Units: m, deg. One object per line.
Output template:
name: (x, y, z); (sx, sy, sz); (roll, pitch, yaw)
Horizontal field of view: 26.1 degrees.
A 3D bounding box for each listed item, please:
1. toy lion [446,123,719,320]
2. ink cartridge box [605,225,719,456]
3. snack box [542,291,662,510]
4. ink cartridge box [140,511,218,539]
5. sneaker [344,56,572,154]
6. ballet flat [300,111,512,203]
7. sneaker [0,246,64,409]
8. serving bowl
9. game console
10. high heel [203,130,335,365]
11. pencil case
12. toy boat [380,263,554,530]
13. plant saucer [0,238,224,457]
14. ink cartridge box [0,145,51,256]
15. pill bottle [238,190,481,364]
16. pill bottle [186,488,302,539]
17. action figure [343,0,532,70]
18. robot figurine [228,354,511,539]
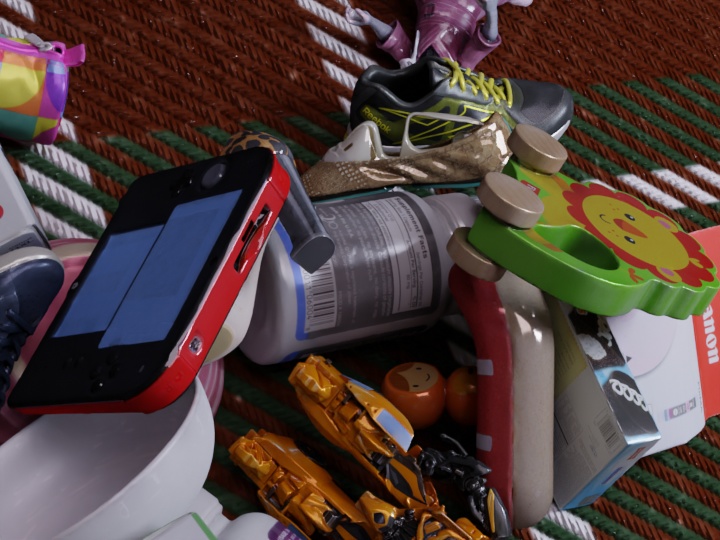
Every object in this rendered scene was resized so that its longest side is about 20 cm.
toy lion: (0.173, -0.020, 1.138); (0.190, 0.069, 0.200); (30, 25, 3)
ink cartridge box: (0.262, 0.054, 1.272); (0.198, 0.057, 0.165); (-12, 97, -26)
snack box: (0.155, 0.071, 1.219); (0.037, 0.116, 0.202); (-8, 62, -28)
ink cartridge box: (-0.114, 0.259, 0.920); (0.084, 0.200, 0.146); (-30, 74, -39)
sneaker: (0.085, -0.137, 1.307); (0.198, 0.085, 0.075); (-9, 45, -8)
ballet flat: (0.030, -0.093, 1.263); (0.197, 0.071, 0.066); (-8, 99, 4)
sneaker: (-0.253, 0.077, 1.014); (0.084, 0.075, 0.200); (39, 86, 30)
serving bowl: (-0.171, 0.145, 0.968); (0.200, 0.199, 0.066); (-45, 114, -38)
game console: (-0.140, 0.007, 1.026); (0.031, 0.176, 0.201); (47, 56, -34)
high heel: (-0.121, -0.010, 1.101); (0.199, 0.072, 0.143); (-33, 47, 4)
pencil case: (-0.316, -0.157, 1.189); (0.198, 0.089, 0.089); (10, 54, -17)
toy boat: (0.079, 0.090, 1.151); (0.129, 0.130, 0.203); (0, 91, 7)
plant saucer: (-0.191, 0.056, 1.119); (0.198, 0.051, 0.202); (11, 55, -16)
ink cartridge box: (-0.324, -0.074, 1.077); (0.145, 0.083, 0.201); (-27, 80, -8)
pill bottle: (0.000, 0.000, 1.201); (0.198, 0.114, 0.115); (-10, 62, -29)
pill bottle: (-0.060, 0.231, 1.018); (0.199, 0.113, 0.112); (38, 51, 4)
action figure: (0.072, -0.225, 1.418); (0.132, 0.149, 0.202); (10, 69, 19)
robot figurine: (0.007, 0.162, 1.091); (0.200, 0.145, 0.058); (41, 8, 17)
